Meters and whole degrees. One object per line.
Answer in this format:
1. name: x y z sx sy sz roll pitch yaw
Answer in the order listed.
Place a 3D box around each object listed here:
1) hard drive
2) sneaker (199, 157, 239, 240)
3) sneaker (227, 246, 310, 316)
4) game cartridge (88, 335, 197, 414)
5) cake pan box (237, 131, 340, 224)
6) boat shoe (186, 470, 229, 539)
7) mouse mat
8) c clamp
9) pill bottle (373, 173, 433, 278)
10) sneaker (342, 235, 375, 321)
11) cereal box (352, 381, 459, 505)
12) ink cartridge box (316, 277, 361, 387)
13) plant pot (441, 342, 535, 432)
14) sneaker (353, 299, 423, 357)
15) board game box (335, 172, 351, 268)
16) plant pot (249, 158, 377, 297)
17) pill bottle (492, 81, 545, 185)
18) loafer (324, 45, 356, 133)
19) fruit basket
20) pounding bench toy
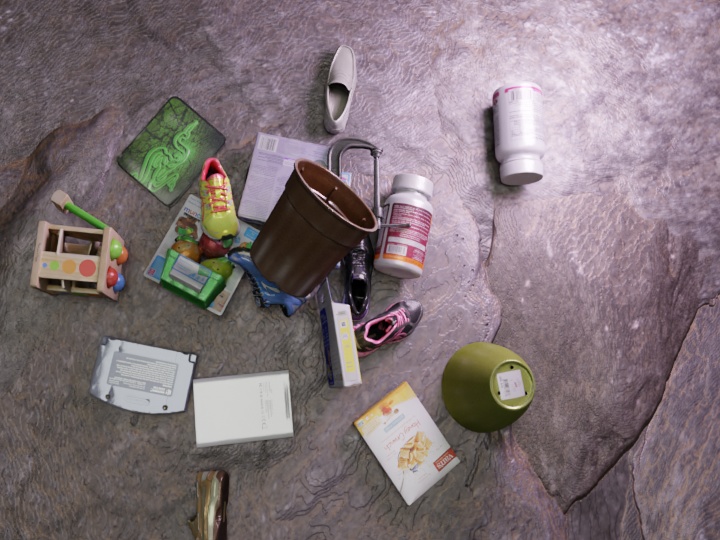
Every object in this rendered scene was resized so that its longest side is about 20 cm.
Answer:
1. hard drive: -0.239 0.281 1.408 0.194 0.026 0.136 -5 81 -7
2. sneaker: -0.294 -0.148 1.402 0.076 0.092 0.203 -10 52 -19
3. sneaker: -0.195 0.027 1.407 0.199 0.078 0.090 40 84 -26
4. game cartridge: -0.438 0.217 1.391 0.194 0.042 0.137 12 83 -5
5. cake pan box: -0.150 -0.180 1.451 0.194 0.052 0.190 11 78 1
6. boat shoe: -0.304 0.498 1.350 0.074 0.072 0.206 0 73 8
7. mouse mat: -0.407 -0.259 1.491 0.160 0.008 0.202 38 79 1
8. c clamp: 0.011 -0.179 1.427 0.166 0.027 0.206 -6 83 0
9. pill bottle: 0.096 -0.094 1.470 0.106 0.110 0.206 13 79 -4
10. sneaker: 0.000 0.000 1.453 0.073 0.088 0.206 0 80 -6
11. cereal box: 0.095 0.356 1.428 0.143 0.040 0.202 -35 86 -11
12. ink cartridge box: -0.046 0.128 1.370 0.046 0.198 0.206 -5 82 -10
13. plant pot: 0.274 0.234 1.389 0.181 0.200 0.193 1 80 -6
14. sneaker: 0.063 0.112 1.425 0.197 0.095 0.080 -28 82 -30
15. board game box: -0.096 -0.115 1.482 0.130 0.034 0.206 8 80 1
16. plant pot: -0.101 -0.071 1.322 0.200 0.200 0.199 41 109 2
17. pill bottle: 0.353 -0.302 1.535 0.110 0.113 0.206 0 80 -7
18. loafer: -0.043 -0.407 1.526 0.068 0.070 0.206 6 80 -5
19. fruit basket: -0.320 -0.036 1.420 0.182 0.094 0.204 27 75 -1
20. pounding bench toy: -0.547 -0.053 1.378 0.151 0.124 0.206 4 80 -6
